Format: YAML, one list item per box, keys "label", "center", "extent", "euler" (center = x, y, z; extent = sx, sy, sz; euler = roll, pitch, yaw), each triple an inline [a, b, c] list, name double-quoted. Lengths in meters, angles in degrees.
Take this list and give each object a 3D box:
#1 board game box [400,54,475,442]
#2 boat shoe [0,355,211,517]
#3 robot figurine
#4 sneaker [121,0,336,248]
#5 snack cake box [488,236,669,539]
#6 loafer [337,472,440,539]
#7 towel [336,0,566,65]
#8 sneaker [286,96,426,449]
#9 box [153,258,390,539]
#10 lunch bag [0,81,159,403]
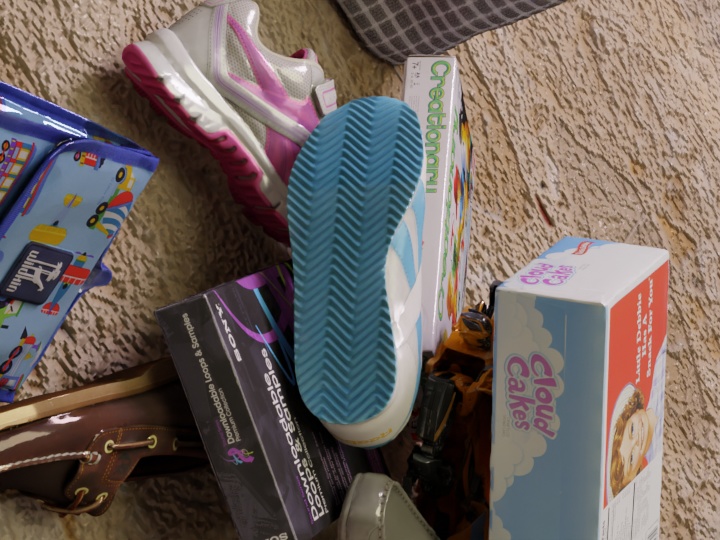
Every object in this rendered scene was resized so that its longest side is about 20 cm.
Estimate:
- label: "board game box"
  center: [0.042, -0.013, 1.529]
  extent: [0.126, 0.034, 0.201]
  euler: [73, 20, -61]
- label: "boat shoe"
  center: [-0.141, 0.092, 1.303]
  extent: [0.200, 0.070, 0.071]
  euler: [-14, 89, -51]
- label: "robot figurine"
  center: [0.073, 0.105, 1.475]
  extent: [0.145, 0.058, 0.201]
  euler: [-54, 153, -45]
- label: "sneaker"
  center: [-0.042, -0.079, 1.453]
  extent: [0.088, 0.081, 0.200]
  euler: [-45, 114, -11]
- label: "snack cake box"
  center: [0.121, 0.093, 1.405]
  extent: [0.115, 0.067, 0.201]
  euler: [-30, 124, -60]
- label: "loafer"
  center: [0.039, 0.183, 1.416]
  extent: [0.200, 0.070, 0.070]
  euler: [65, 35, -46]
- label: "towel"
  center: [0.034, -0.235, 1.563]
  extent: [0.200, 0.165, 0.086]
  euler: [56, 48, -15]
- label: "sneaker"
  center: [0.000, 0.000, 1.402]
  extent: [0.081, 0.076, 0.201]
  euler: [65, 29, -66]
- label: "box"
  center: [-0.044, 0.071, 1.389]
  extent: [0.143, 0.036, 0.200]
  euler: [69, 17, -1]
- label: "lunch bag"
  center: [-0.198, -0.018, 1.232]
  extent: [0.200, 0.094, 0.151]
  euler: [18, 105, -51]
